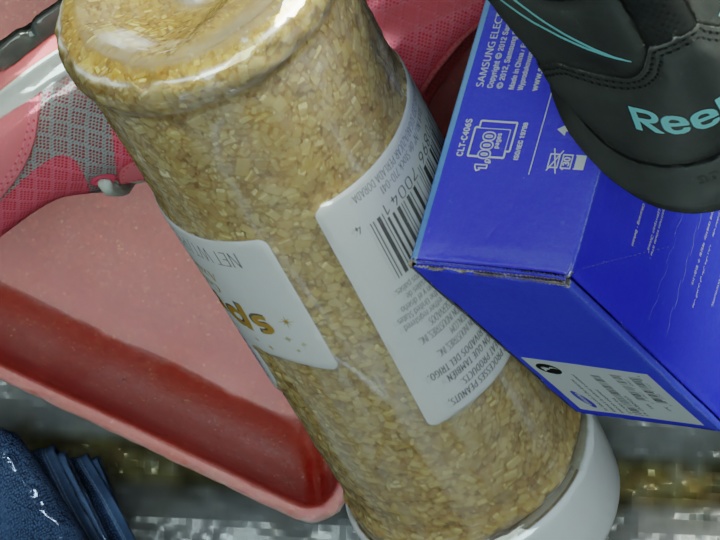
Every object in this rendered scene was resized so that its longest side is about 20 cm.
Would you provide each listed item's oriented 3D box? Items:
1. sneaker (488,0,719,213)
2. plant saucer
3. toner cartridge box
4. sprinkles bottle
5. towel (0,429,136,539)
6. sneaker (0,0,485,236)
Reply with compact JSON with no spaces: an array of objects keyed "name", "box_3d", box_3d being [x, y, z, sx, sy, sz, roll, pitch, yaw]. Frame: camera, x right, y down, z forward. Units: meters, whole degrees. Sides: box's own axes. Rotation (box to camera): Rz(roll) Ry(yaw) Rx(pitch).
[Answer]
[{"name":"sneaker","box_3d":[0.039,-0.107,0.641,0.075,0.079,0.200,-34,56,8]},{"name":"plant saucer","box_3d":[-0.055,-0.064,0.794,0.199,0.037,0.200,25,99,1]},{"name":"toner cartridge box","box_3d":[0.075,-0.072,0.712,0.043,0.095,0.200,6,70,31]},{"name":"sprinkles bottle","box_3d":[0.000,0.000,0.709,0.068,0.068,0.200,-23,132,7]},{"name":"towel","box_3d":[-0.079,0.150,0.787,0.112,0.049,0.200,-34,72,11]},{"name":"sneaker","box_3d":[-0.027,-0.047,0.739,0.200,0.074,0.087,-34,95,8]}]
